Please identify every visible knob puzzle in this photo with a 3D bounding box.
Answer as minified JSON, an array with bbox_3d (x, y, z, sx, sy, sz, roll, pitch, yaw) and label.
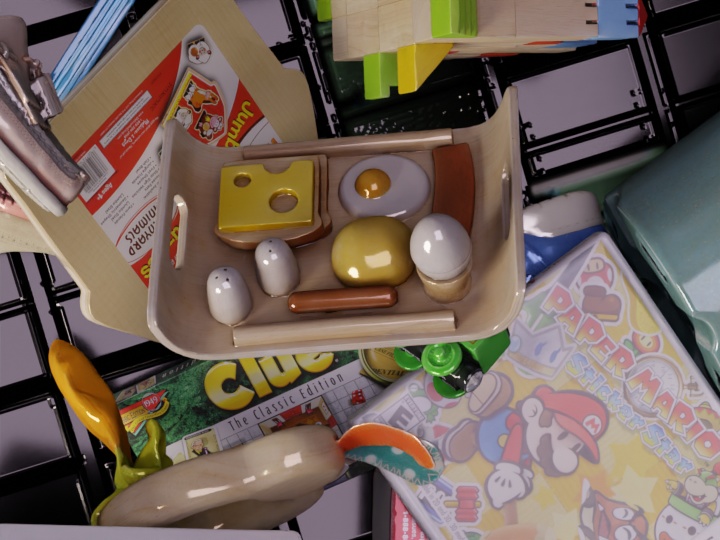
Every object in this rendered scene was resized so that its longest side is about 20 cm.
[{"bbox_3d":[-0.099,-0.045,1.180,0.219,0.030,0.222,-6,100,-40],"label":"knob puzzle"}]

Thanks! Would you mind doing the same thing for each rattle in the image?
[{"bbox_3d":[-0.061,0.078,1.122,0.199,0.130,0.144,-29,52,25],"label":"rattle"}]

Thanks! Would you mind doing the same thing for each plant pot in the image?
[{"bbox_3d":[0.258,-0.029,1.176,0.195,0.200,0.201,-31,94,1],"label":"plant pot"}]

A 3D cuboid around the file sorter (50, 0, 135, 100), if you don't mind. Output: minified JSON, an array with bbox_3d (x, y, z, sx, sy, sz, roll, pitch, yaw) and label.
[{"bbox_3d":[-0.202,-0.156,1.115,0.138,0.200,0.123,34,91,-6],"label":"file sorter"}]

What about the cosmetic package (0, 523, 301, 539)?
[{"bbox_3d":[-0.145,0.236,1.083,0.198,0.200,0.124,6,49,-32],"label":"cosmetic package"}]

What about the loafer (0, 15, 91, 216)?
[{"bbox_3d":[-0.194,-0.118,0.989,0.063,0.072,0.200,-42,93,-5],"label":"loafer"}]

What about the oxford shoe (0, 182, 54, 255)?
[{"bbox_3d":[-0.232,-0.033,1.188,0.199,0.071,0.074,16,114,-7],"label":"oxford shoe"}]

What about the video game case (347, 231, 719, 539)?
[{"bbox_3d":[0.121,0.111,1.154,0.182,0.023,0.201,-36,96,-7],"label":"video game case"}]

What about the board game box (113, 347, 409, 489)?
[{"bbox_3d":[-0.036,0.079,1.183,0.199,0.023,0.105,-25,104,13],"label":"board game box"}]

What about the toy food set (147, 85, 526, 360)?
[{"bbox_3d":[-0.012,-0.033,1.094,0.198,0.061,0.144,-4,53,6],"label":"toy food set"}]

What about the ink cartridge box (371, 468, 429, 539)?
[{"bbox_3d":[0.109,0.193,1.210,0.198,0.084,0.146,1,91,-8],"label":"ink cartridge box"}]

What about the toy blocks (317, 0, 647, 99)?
[{"bbox_3d":[0.072,-0.151,1.162,0.136,0.200,0.101,-3,92,-21],"label":"toy blocks"}]

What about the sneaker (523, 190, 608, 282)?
[{"bbox_3d":[0.064,0.034,1.206,0.199,0.077,0.112,-17,83,-12],"label":"sneaker"}]

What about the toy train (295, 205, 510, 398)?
[{"bbox_3d":[0.000,0.000,1.129,0.200,0.042,0.056,36,77,29],"label":"toy train"}]
